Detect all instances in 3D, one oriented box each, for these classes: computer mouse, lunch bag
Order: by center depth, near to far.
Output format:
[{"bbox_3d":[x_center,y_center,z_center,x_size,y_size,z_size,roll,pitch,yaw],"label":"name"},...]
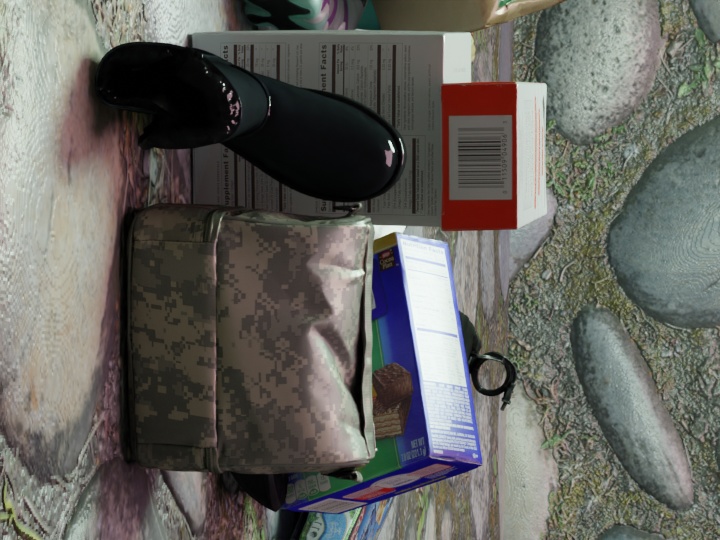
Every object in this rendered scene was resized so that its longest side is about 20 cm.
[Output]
[{"bbox_3d":[-0.071,0.051,1.448,0.139,0.167,0.201,-9,100,-79],"label":"lunch bag"},{"bbox_3d":[-0.094,0.093,1.682,0.141,0.046,0.201,-81,164,-62],"label":"computer mouse"}]

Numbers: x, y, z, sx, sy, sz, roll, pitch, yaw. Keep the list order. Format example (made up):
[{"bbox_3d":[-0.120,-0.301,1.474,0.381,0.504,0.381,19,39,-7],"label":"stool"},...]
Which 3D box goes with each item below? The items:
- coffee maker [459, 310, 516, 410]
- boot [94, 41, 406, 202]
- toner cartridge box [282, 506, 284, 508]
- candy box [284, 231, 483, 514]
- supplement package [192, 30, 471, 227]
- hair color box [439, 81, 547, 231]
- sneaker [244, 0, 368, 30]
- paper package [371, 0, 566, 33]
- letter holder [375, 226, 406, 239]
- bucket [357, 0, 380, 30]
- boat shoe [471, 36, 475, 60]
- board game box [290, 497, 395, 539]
[{"bbox_3d":[0.065,0.102,2.037,0.200,0.191,0.135,-75,170,-74],"label":"coffee maker"},{"bbox_3d":[-0.073,-0.099,1.388,0.168,0.200,0.077,-35,149,-79],"label":"boot"},{"bbox_3d":[-0.059,0.110,1.850,0.095,0.043,0.200,78,17,-46],"label":"toner cartridge box"},{"bbox_3d":[0.004,0.088,1.716,0.077,0.169,0.201,15,60,-47],"label":"candy box"},{"bbox_3d":[-0.019,-0.116,1.619,0.152,0.199,0.151,-31,122,-77],"label":"supplement package"},{"bbox_3d":[0.106,-0.092,1.578,0.200,0.064,0.111,-19,109,-77],"label":"hair color box"},{"bbox_3d":[-0.037,-0.252,1.762,0.140,0.078,0.200,-62,169,-20],"label":"sneaker"},{"bbox_3d":[0.074,-0.306,1.769,0.191,0.103,0.201,-6,-77,64],"label":"paper package"},{"bbox_3d":[-0.016,-0.096,1.868,0.101,0.142,0.200,48,53,-27],"label":"letter holder"},{"bbox_3d":[0.019,-0.328,1.978,0.207,0.134,0.208,2,90,-80],"label":"bucket"},{"bbox_3d":[0.046,-0.162,1.991,0.063,0.200,0.073,50,34,-6],"label":"boat shoe"},{"bbox_3d":[-0.022,0.229,1.926,0.200,0.062,0.200,93,18,-50],"label":"board game box"}]
